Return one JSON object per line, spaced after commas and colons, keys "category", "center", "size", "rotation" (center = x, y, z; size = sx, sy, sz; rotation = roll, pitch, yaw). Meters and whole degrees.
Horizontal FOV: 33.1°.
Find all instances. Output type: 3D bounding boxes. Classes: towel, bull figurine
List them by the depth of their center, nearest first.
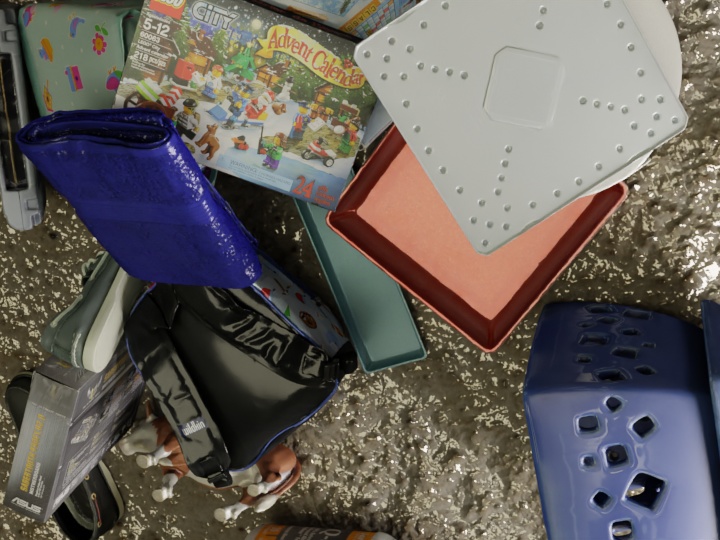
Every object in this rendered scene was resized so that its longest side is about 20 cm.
{"category": "towel", "center": [-0.175, -0.059, 1.005], "size": [0.147, 0.050, 0.200], "rotation": [5, 148, 24]}
{"category": "bull figurine", "center": [-0.162, 0.193, 1.238], "size": [0.199, 0.121, 0.066], "rotation": [9, 112, 9]}

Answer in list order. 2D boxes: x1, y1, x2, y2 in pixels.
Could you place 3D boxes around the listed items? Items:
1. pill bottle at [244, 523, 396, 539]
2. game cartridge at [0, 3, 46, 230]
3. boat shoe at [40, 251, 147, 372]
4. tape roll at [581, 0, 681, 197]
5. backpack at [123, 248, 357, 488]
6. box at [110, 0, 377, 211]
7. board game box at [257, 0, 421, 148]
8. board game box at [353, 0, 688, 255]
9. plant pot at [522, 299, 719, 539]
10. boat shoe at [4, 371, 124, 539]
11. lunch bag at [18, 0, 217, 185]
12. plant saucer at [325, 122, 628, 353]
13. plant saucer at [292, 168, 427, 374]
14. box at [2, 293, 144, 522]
{"category": "pill bottle", "center": [-0.020, 0.322, 1.235], "size": [0.199, 0.116, 0.117], "rotation": [-1, 110, 19]}
{"category": "game cartridge", "center": [-0.328, -0.149, 1.151], "size": [0.041, 0.133, 0.201], "rotation": [-5, 105, -6]}
{"category": "boat shoe", "center": [-0.241, 0.004, 1.146], "size": [0.061, 0.201, 0.073], "rotation": [12, 143, 7]}
{"category": "tape roll", "center": [0.161, -0.158, 0.986], "size": [0.201, 0.037, 0.204], "rotation": [-1, 106, -5]}
{"category": "backpack", "center": [-0.119, 0.067, 1.153], "size": [0.200, 0.154, 0.191], "rotation": [-41, 99, 18]}
{"category": "box", "center": [-0.090, -0.146, 0.978], "size": [0.199, 0.038, 0.137], "rotation": [19, 108, -7]}
{"category": "board game box", "center": [0.009, -0.241, 0.993], "size": [0.200, 0.041, 0.200], "rotation": [-41, 105, 10]}
{"category": "board game box", "center": [0.126, -0.145, 0.954], "size": [0.199, 0.026, 0.201], "rotation": [-33, 106, 5]}
{"category": "plant pot", "center": [0.248, 0.141, 1.034], "size": [0.179, 0.200, 0.201], "rotation": [-8, 107, 15]}
{"category": "boat shoe", "center": [-0.332, 0.206, 1.329], "size": [0.073, 0.063, 0.202], "rotation": [-22, 100, 27]}
{"category": "lunch bag", "center": [-0.211, -0.145, 1.094], "size": [0.170, 0.122, 0.201], "rotation": [16, 118, 42]}
{"category": "plant saucer", "center": [0.102, -0.061, 1.082], "size": [0.199, 0.037, 0.200], "rotation": [38, 111, 2]}
{"category": "plant saucer", "center": [0.000, 0.000, 1.160], "size": [0.070, 0.019, 0.201], "rotation": [-17, 104, 23]}
{"category": "box", "center": [-0.270, 0.129, 1.199], "size": [0.048, 0.200, 0.159], "rotation": [22, 116, 6]}
